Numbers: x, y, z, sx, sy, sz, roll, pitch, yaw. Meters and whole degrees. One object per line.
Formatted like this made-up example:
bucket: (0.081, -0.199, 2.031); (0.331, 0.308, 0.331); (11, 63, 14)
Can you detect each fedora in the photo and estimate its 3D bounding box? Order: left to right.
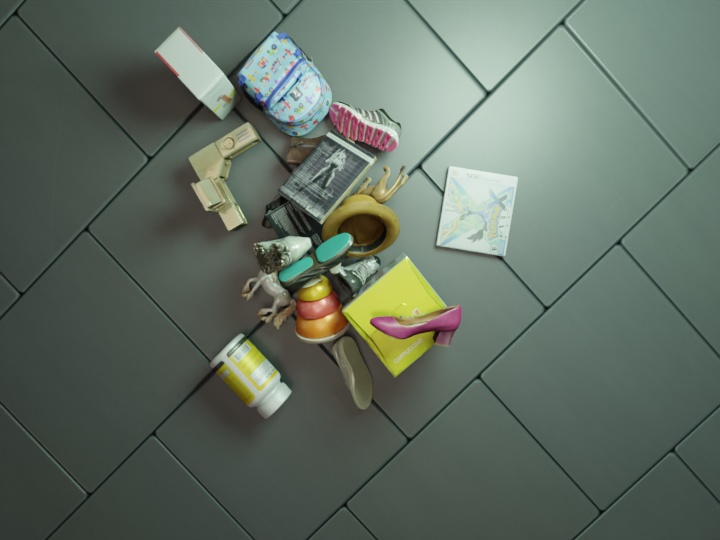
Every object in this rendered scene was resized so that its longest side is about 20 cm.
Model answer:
fedora: (-0.001, -0.113, 1.262); (0.196, 0.202, 0.083); (-7, 56, 2)

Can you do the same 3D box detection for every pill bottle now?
pill bottle: (-0.276, 0.270, 1.376); (0.114, 0.114, 0.200); (-43, 92, 4)

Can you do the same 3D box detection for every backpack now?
backpack: (-0.173, -0.437, 1.306); (0.182, 0.135, 0.200); (-43, 91, 3)

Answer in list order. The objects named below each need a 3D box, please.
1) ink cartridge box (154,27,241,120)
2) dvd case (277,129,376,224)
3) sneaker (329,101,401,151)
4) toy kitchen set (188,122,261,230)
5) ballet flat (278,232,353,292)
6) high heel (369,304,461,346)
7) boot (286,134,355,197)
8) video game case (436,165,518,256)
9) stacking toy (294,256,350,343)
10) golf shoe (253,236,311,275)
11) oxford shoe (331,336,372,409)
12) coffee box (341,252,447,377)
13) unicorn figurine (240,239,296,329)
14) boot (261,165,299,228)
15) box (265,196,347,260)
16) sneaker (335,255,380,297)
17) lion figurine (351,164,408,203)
ink cartridge box: (-0.375, -0.457, 1.279); (0.083, 0.200, 0.145); (-45, 92, 1)
dvd case: (-0.078, -0.219, 1.246); (0.148, 0.016, 0.201); (35, 80, 27)
sneaker: (0.018, -0.365, 1.339); (0.197, 0.088, 0.075); (27, 137, 11)
toy kitchen set: (-0.301, -0.226, 1.313); (0.178, 0.163, 0.203); (-29, 94, 3)
ballet flat: (-0.093, -0.014, 1.232); (0.197, 0.069, 0.069); (-29, 134, 8)
high heel: (0.121, 0.100, 1.178); (0.196, 0.068, 0.098); (11, 107, -15)
boot: (-0.098, -0.254, 1.314); (0.162, 0.073, 0.203); (1, 51, 2)
video game case: (0.296, -0.150, 1.377); (0.178, 0.022, 0.205); (9, 95, 1)
stacking toy: (-0.107, 0.061, 1.313); (0.143, 0.147, 0.204); (-10, 117, 2)
golf shoe: (-0.182, -0.041, 1.261); (0.096, 0.199, 0.080); (-25, 104, -30)
oxford shoe: (-0.021, 0.263, 1.402); (0.057, 0.075, 0.204); (-9, 106, 43)
coffee box: (0.093, 0.099, 1.312); (0.199, 0.198, 0.201); (-39, 93, 4)
unicorn figurine: (-0.237, 0.038, 1.385); (0.137, 0.074, 0.201); (-39, 107, -6)
boot: (-0.151, -0.162, 1.367); (0.130, 0.068, 0.201); (36, 96, -7)
box: (-0.124, -0.099, 1.331); (0.139, 0.079, 0.202); (-27, 115, 5)
sneaker: (0.000, 0.000, 1.311); (0.114, 0.200, 0.076); (-30, 99, -4)
lion figurine: (0.031, -0.182, 1.315); (0.072, 0.199, 0.123); (40, 62, -13)
